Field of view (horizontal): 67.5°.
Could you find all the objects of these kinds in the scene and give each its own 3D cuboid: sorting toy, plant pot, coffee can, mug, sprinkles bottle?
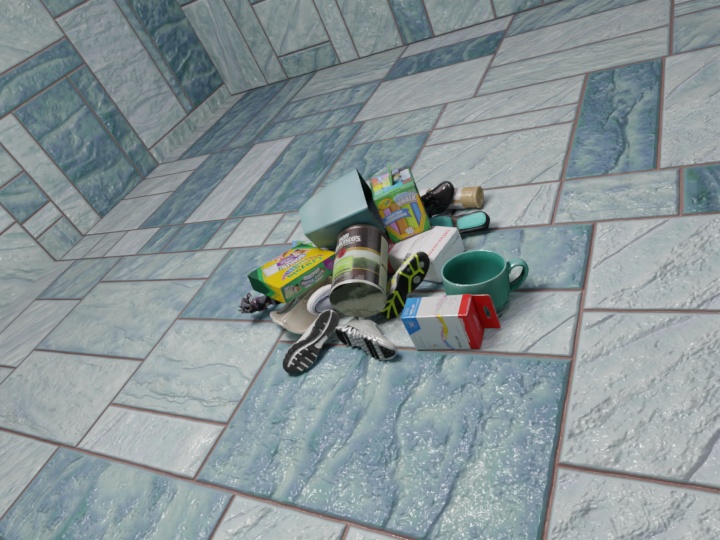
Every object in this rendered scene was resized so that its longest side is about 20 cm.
[{"bbox_3d":[-0.177,0.102,1.552,0.200,0.107,0.180,-46,31,-23],"label":"sorting toy"},{"bbox_3d":[-0.059,-0.154,1.497,0.200,0.141,0.142,-23,59,14],"label":"plant pot"},{"bbox_3d":[0.000,0.000,1.412,0.146,0.146,0.200,-14,46,20],"label":"coffee can"},{"bbox_3d":[0.291,0.039,1.277,0.185,0.115,0.152,7,38,36],"label":"mug"},{"bbox_3d":[0.279,-0.223,1.670,0.200,0.068,0.068,2,45,36],"label":"sprinkles bottle"}]

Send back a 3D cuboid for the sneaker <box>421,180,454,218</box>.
[{"bbox_3d":[0.200,-0.194,1.626,0.200,0.079,0.075,-46,61,14],"label":"sneaker"}]

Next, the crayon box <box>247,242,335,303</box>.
[{"bbox_3d":[-0.185,0.002,1.504,0.200,0.058,0.172,-34,30,-30],"label":"crayon box"}]

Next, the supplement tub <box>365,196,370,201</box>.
[{"bbox_3d":[-0.018,-0.140,1.643,0.123,0.122,0.200,43,114,54],"label":"supplement tub"}]

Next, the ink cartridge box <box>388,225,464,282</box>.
[{"bbox_3d":[0.169,-0.054,1.514,0.200,0.084,0.145,10,50,43],"label":"ink cartridge box"}]

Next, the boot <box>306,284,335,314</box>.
[{"bbox_3d":[-0.043,0.076,1.472,0.200,0.073,0.090,-25,33,-30],"label":"boot"}]

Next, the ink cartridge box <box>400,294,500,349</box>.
[{"bbox_3d":[0.208,0.120,1.238,0.200,0.116,0.067,-6,40,30],"label":"ink cartridge box"}]

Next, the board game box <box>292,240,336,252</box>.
[{"bbox_3d":[-0.122,-0.015,1.621,0.200,0.152,0.037,2,4,35],"label":"board game box"}]

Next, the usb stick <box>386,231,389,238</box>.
[{"bbox_3d":[0.047,-0.114,1.720,0.200,0.033,0.056,1,43,35],"label":"usb stick"}]

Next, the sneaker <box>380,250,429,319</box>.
[{"bbox_3d":[0.104,0.028,1.410,0.200,0.075,0.076,-55,29,11],"label":"sneaker"}]

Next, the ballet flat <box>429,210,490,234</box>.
[{"bbox_3d":[0.278,-0.129,1.556,0.200,0.073,0.073,-7,40,27],"label":"ballet flat"}]

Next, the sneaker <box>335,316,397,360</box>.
[{"bbox_3d":[0.024,0.163,1.356,0.081,0.075,0.200,-37,35,-28],"label":"sneaker"}]

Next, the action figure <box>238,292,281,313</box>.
[{"bbox_3d":[-0.284,0.083,1.607,0.200,0.070,0.130,-23,2,36],"label":"action figure"}]

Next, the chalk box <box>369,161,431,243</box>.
[{"bbox_3d":[0.103,-0.203,1.502,0.124,0.200,0.125,-21,32,9],"label":"chalk box"}]

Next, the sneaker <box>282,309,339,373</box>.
[{"bbox_3d":[-0.129,0.194,1.435,0.200,0.074,0.080,-47,0,-11],"label":"sneaker"}]
